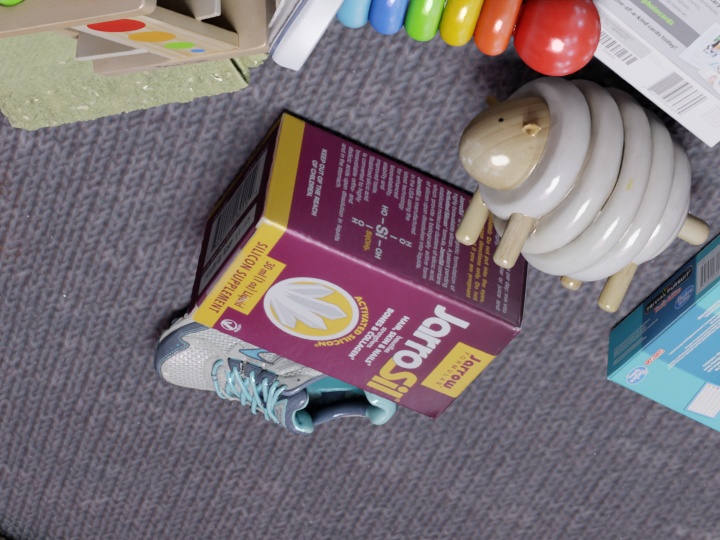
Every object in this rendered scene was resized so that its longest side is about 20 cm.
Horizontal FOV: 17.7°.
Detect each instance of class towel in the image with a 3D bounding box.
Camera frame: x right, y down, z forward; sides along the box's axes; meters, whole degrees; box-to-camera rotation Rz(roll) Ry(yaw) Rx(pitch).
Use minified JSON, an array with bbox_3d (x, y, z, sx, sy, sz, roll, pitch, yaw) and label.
[{"bbox_3d":[-0.172,-0.159,1.491,0.198,0.037,0.149,-12,136,22],"label":"towel"}]

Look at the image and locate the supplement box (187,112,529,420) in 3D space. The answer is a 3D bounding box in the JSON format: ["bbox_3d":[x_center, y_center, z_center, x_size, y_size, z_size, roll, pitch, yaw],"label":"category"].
[{"bbox_3d":[0.000,0.000,1.591,0.199,0.104,0.131,22,138,-16],"label":"supplement box"}]

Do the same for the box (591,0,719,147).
[{"bbox_3d":[0.234,-0.173,1.391,0.155,0.041,0.200,33,135,-25],"label":"box"}]

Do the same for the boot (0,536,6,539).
[{"bbox_3d":[-0.310,0.307,2.035,0.154,0.073,0.200,23,136,-16],"label":"boot"}]

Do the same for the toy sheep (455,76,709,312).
[{"bbox_3d":[0.145,-0.053,1.483,0.199,0.139,0.138,21,140,-34],"label":"toy sheep"}]

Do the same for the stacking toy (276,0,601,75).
[{"bbox_3d":[0.048,-0.167,1.377,0.198,0.086,0.086,18,140,3],"label":"stacking toy"}]

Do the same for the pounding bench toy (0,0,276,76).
[{"bbox_3d":[-0.173,-0.187,1.328,0.199,0.125,0.156,-5,173,29],"label":"pounding bench toy"}]

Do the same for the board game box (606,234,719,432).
[{"bbox_3d":[0.300,0.062,1.649,0.199,0.047,0.151,25,137,-19],"label":"board game box"}]

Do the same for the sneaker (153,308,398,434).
[{"bbox_3d":[-0.060,0.075,1.703,0.198,0.087,0.078,-1,138,12],"label":"sneaker"}]

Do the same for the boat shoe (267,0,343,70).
[{"bbox_3d":[-0.023,-0.218,1.299,0.086,0.075,0.203,25,95,-5],"label":"boat shoe"}]
